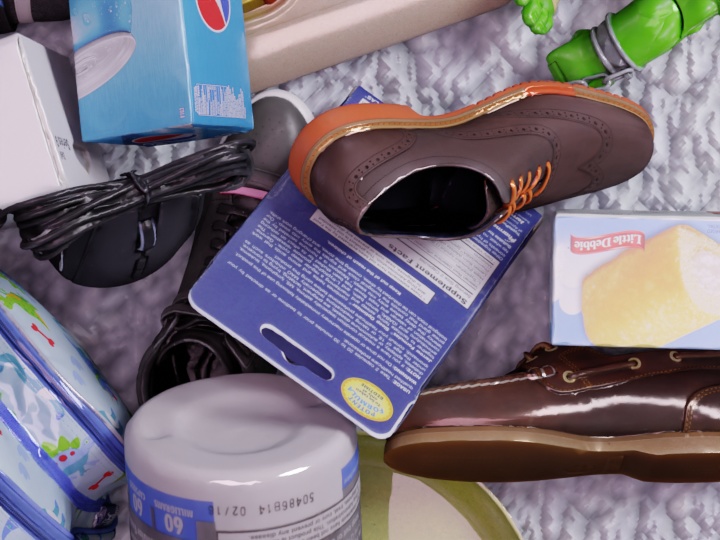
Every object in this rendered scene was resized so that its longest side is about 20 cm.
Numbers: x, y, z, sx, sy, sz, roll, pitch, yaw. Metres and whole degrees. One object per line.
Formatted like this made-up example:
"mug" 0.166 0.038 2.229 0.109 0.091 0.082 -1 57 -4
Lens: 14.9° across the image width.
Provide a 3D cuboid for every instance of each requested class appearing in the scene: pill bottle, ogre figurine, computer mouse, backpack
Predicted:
"pill bottle" -0.054 0.162 1.348 0.113 0.114 0.201 -1 114 4
"ogre figurine" 0.134 -0.196 1.395 0.119 0.098 0.201 -11 75 22
"computer mouse" -0.137 -0.013 1.351 0.140 0.200 0.046 -17 88 -24
"backpack" -0.200 0.082 1.368 0.147 0.200 0.183 -42 88 4

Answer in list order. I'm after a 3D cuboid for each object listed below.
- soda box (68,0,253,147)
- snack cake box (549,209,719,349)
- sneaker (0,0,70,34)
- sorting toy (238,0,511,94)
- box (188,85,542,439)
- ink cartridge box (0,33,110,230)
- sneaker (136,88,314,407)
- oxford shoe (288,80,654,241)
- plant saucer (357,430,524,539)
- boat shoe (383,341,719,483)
"soda box" -0.106 -0.165 1.382 0.068 0.064 0.201 -7 86 28
"snack cake box" 0.194 0.004 1.382 0.199 0.115 0.068 1 92 4
"sneaker" -0.201 -0.221 1.423 0.111 0.073 0.201 -14 92 3
"sorting toy" -0.032 -0.207 1.423 0.184 0.036 0.201 -19 85 4
"box" 0.000 0.000 1.368 0.121 0.200 0.032 36 133 2
"ink cartridge box" -0.239 -0.048 1.395 0.199 0.146 0.084 -17 89 3
"sneaker" -0.062 0.005 1.407 0.070 0.099 0.201 14 91 5
"oxford shoe" 0.067 -0.044 1.364 0.199 0.073 0.071 -9 128 -24
"plant saucer" -0.004 0.183 1.442 0.199 0.031 0.201 0 91 4
"boat shoe" 0.108 0.070 1.408 0.199 0.070 0.071 1 70 -12
